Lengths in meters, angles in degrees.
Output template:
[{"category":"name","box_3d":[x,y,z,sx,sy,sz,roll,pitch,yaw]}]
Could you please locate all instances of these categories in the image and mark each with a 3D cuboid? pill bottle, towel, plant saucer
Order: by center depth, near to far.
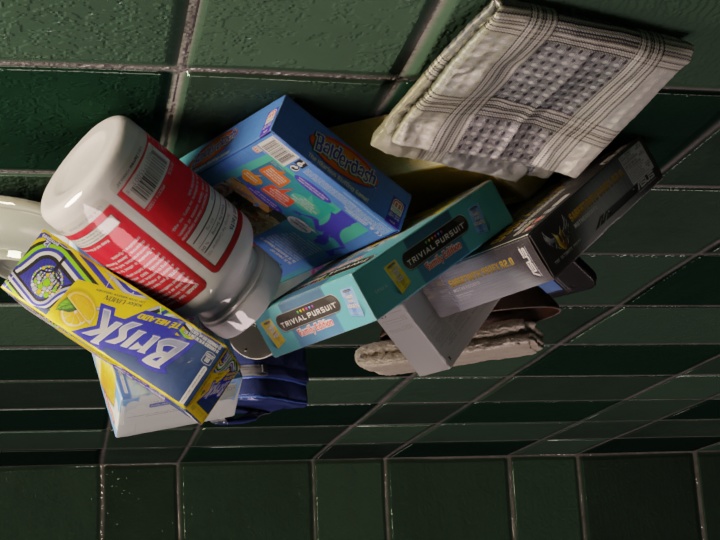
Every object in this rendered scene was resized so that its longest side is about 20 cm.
[{"category":"towel","box_3d":[0.134,-0.133,1.100,0.192,0.035,0.200,6,149,-29]},{"category":"pill bottle","box_3d":[-0.167,-0.032,1.194,0.200,0.113,0.112,41,143,-26]},{"category":"plant saucer","box_3d":[0.067,-0.092,1.281,0.199,0.049,0.200,-10,164,24]},{"category":"plant saucer","box_3d":[-0.320,-0.016,1.391,0.199,0.050,0.200,12,162,4]},{"category":"plant saucer","box_3d":[0.116,0.045,1.492,0.199,0.035,0.200,-9,170,-2]},{"category":"towel","box_3d":[0.100,0.084,1.516,0.199,0.035,0.133,-9,169,11]}]

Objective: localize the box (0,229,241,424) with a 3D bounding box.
[{"category":"box","box_3d":[-0.203,0.049,1.179,0.199,0.064,0.070,30,168,14]}]

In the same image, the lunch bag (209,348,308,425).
[{"category":"lunch bag","box_3d":[-0.146,0.117,1.647,0.135,0.133,0.200,-9,170,20]}]

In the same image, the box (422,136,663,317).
[{"category":"box","box_3d":[0.168,-0.041,1.289,0.200,0.048,0.158,-38,-170,-37]}]

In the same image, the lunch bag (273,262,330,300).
[{"category":"lunch bag","box_3d":[0.000,0.000,1.429,0.199,0.077,0.160,-19,165,-33]}]

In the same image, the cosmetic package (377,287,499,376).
[{"category":"cosmetic package","box_3d":[0.097,0.007,1.359,0.083,0.200,0.051,51,140,-13]}]

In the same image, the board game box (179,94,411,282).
[{"category":"board game box","box_3d":[-0.075,-0.065,1.241,0.152,0.045,0.200,37,144,-26]}]

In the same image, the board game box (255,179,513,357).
[{"category":"board game box","box_3d":[0.020,-0.003,1.232,0.200,0.047,0.151,-34,-173,-41]}]

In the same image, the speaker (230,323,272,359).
[{"category":"speaker","box_3d":[-0.069,0.044,1.562,0.081,0.082,0.200,-12,-179,29]}]

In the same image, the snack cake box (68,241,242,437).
[{"category":"snack cake box","box_3d":[-0.194,0.048,1.284,0.114,0.201,0.067,-9,144,-22]}]

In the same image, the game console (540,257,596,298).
[{"category":"game console","box_3d":[0.142,0.030,1.581,0.199,0.119,0.171,-16,137,41]}]
